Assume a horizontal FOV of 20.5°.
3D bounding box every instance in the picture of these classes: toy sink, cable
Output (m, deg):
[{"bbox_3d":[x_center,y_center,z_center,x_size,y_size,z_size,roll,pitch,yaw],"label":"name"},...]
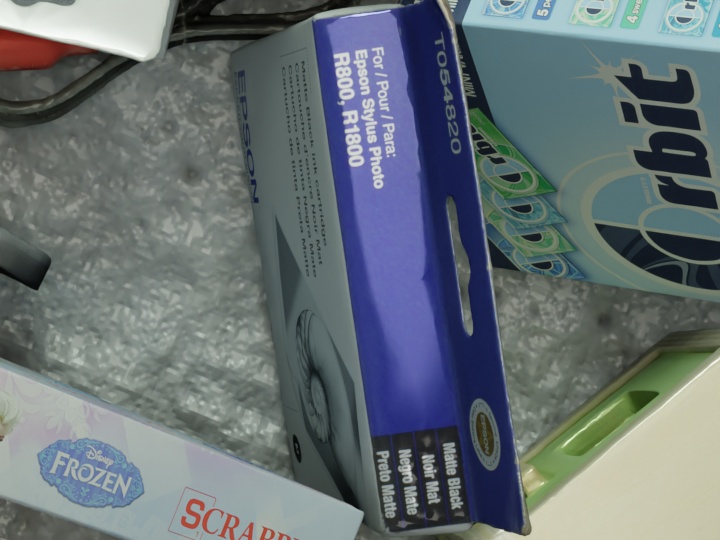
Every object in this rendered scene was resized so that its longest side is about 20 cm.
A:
[{"bbox_3d":[0.102,0.122,0.833,0.200,0.130,0.112,-39,92,-6],"label":"toy sink"},{"bbox_3d":[-0.094,-0.111,0.860,0.199,0.050,0.098,1,81,-6],"label":"cable"}]

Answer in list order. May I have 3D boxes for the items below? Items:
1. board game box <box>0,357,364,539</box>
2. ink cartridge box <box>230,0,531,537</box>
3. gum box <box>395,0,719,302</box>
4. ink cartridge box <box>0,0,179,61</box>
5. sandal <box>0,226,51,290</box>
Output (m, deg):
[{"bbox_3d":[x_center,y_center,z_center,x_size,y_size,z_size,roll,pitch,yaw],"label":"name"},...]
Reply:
[{"bbox_3d":[-0.133,0.055,0.735,0.200,0.199,0.041,26,83,-40],"label":"board game box"},{"bbox_3d":[0.000,0.000,0.783,0.040,0.200,0.201,-10,93,-16],"label":"ink cartridge box"},{"bbox_3d":[0.130,-0.051,0.787,0.199,0.170,0.045,8,59,25],"label":"gum box"},{"bbox_3d":[-0.121,-0.164,0.818,0.115,0.068,0.201,13,62,-6],"label":"ink cartridge box"},{"bbox_3d":[-0.226,-0.017,0.834,0.199,0.076,0.043,13,84,5],"label":"sandal"}]
